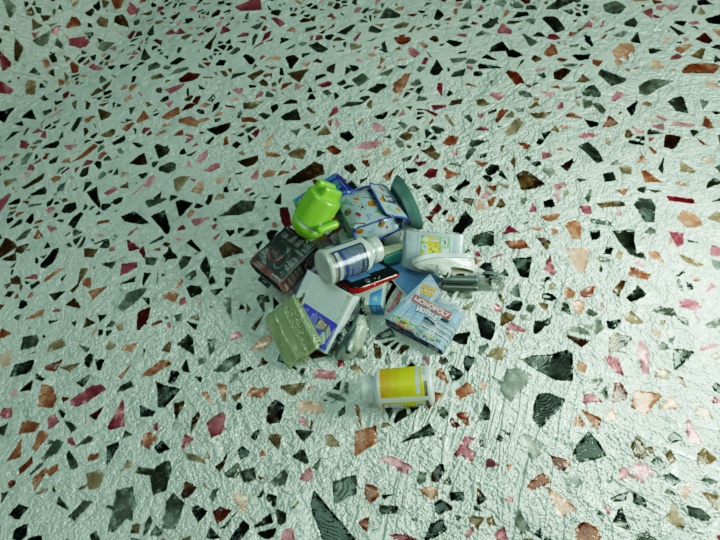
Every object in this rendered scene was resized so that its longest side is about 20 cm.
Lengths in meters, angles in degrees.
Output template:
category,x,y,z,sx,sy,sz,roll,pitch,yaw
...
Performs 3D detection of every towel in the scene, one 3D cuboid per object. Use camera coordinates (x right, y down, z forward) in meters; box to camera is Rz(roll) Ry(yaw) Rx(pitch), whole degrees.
category,x,y,z,sx,sy,sz,roll,pitch,yaw
towel,-0.213,0.189,1.644,0.148,0.036,0.200,-38,64,18

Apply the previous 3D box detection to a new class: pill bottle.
category,x,y,z,sx,sy,sz,roll,pitch,yaw
pill bottle,-0.030,-0.038,1.617,0.200,0.111,0.111,-21,54,-27
pill bottle,0.106,0.329,1.492,0.199,0.109,0.110,-6,58,7

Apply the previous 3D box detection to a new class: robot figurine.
category,x,y,z,sx,sy,sz,roll,pitch,yaw
robot figurine,-0.142,-0.186,1.675,0.200,0.115,0.176,-57,49,20

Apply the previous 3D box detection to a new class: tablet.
category,x,y,z,sx,sy,sz,roll,pitch,yaw
tablet,0.163,0.006,1.737,0.130,0.014,0.200,-33,59,-10

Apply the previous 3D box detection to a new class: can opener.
category,x,y,z,sx,sy,sz,roll,pitch,yaw
can opener,0.356,0.033,1.671,0.199,0.054,0.067,1,27,13

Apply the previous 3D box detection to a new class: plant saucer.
category,x,y,z,sx,sy,sz,roll,pitch,yaw
plant saucer,0.147,-0.220,1.769,0.036,0.200,0.200,-26,57,-5

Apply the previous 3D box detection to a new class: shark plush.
category,x,y,z,sx,sy,sz,roll,pitch,yaw
shark plush,-0.027,0.178,1.606,0.083,0.091,0.201,8,91,45

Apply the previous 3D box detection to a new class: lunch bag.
category,x,y,z,sx,sy,sz,roll,pitch,yaw
lunch bag,0.036,-0.190,1.724,0.199,0.124,0.170,-19,58,-14

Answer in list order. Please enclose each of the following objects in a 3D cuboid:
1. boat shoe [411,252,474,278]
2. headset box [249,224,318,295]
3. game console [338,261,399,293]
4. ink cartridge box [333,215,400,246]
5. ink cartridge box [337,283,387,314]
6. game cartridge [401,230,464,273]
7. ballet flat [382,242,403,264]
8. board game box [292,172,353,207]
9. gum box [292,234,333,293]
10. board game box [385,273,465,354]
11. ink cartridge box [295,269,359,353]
category,x,y,z,sx,sy,sz,roll,pitch,yaw
boat shoe,0.260,-0.011,1.641,0.199,0.071,0.070,-1,70,-11
headset box,-0.251,-0.029,1.724,0.148,0.075,0.200,34,71,26
game console,0.000,0.000,1.683,0.176,0.031,0.200,-23,35,-25
ink cartridge box,0.018,-0.143,1.817,0.199,0.083,0.146,-21,57,-2
ink cartridge box,-0.021,0.074,1.700,0.199,0.067,0.117,0,58,12
game cartridge,0.233,-0.056,1.693,0.199,0.040,0.134,3,97,-5
ballet flat,0.159,-0.075,1.744,0.199,0.070,0.070,-12,57,-1
board game box,-0.126,-0.255,1.937,0.200,0.045,0.152,-35,59,-10
gum box,-0.166,-0.027,1.791,0.200,0.066,0.114,-29,58,-7
board game box,0.211,0.122,1.619,0.200,0.062,0.200,26,69,20
ink cartridge box,-0.126,0.125,1.650,0.200,0.043,0.199,29,96,30
